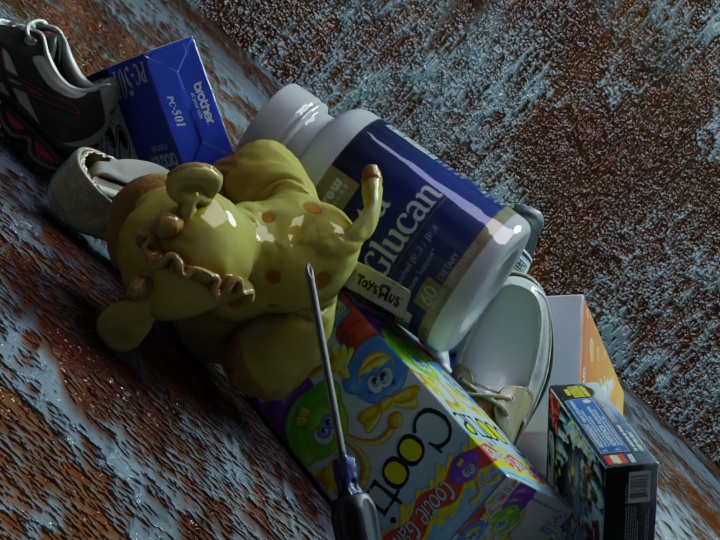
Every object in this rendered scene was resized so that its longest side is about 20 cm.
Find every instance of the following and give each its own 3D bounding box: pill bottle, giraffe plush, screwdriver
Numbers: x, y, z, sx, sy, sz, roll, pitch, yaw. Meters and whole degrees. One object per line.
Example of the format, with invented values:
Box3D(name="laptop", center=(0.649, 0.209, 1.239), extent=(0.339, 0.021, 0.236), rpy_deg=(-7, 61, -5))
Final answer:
Box3D(name="pill bottle", center=(0.010, -0.042, 1.288), extent=(0.200, 0.111, 0.111), rpy_deg=(35, 6, 10))
Box3D(name="giraffe plush", center=(-0.092, -0.006, 1.158), extent=(0.162, 0.174, 0.199), rpy_deg=(7, -2, -42))
Box3D(name="screwdriver", center=(-0.012, 0.095, 1.092), extent=(0.029, 0.028, 0.201), rpy_deg=(38, 41, -71))

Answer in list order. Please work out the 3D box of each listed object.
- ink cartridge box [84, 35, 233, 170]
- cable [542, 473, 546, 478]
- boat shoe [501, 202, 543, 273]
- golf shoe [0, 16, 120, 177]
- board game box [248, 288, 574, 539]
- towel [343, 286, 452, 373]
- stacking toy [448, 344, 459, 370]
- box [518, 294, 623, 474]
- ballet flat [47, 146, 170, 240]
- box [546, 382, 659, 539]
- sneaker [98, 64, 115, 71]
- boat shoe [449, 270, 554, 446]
Box3D(name="ink cartridge box", center=(-0.161, -0.115, 1.389), extent=(0.200, 0.044, 0.095), rpy_deg=(-1, -71, 65))
Box3D(name="cable", center=(0.201, 0.259, 1.436), extent=(0.200, 0.069, 0.200), rpy_deg=(45, 3, -6))
Box3D(name="boat shoe", center=(0.077, -0.031, 1.527), extent=(0.073, 0.068, 0.199), rpy_deg=(35, -18, -25))
Box3D(name="golf shoe", center=(-0.264, -0.163, 1.360), extent=(0.200, 0.088, 0.077), rpy_deg=(40, 25, -3))
Box3D(name="board game box", center=(0.031, 0.122, 1.248), extent=(0.200, 0.103, 0.105), rpy_deg=(48, 10, 36))
Box3D(name="towel", center=(0.000, 0.000, 1.432), extent=(0.171, 0.048, 0.201), rpy_deg=(4, -72, 66))
Box3D(name="stacking toy", center=(0.089, 0.104, 1.422), extent=(0.085, 0.085, 0.201), rpy_deg=(25, 62, -66))
Box3D(name="box", center=(0.159, 0.121, 1.557), extent=(0.200, 0.097, 0.125), rpy_deg=(57, 34, -57))
Box3D(name="ballet flat", center=(-0.121, -0.035, 1.294), extent=(0.199, 0.062, 0.068), rpy_deg=(16, 41, -20))
Box3D(name="box", center=(0.160, 0.194, 1.251), extent=(0.040, 0.201, 0.137), rpy_deg=(-3, 19, -9))
Box3D(name="sneaker", center=(-0.204, -0.137, 1.610), extent=(0.088, 0.074, 0.200), rpy_deg=(37, 8, -43))
Box3D(name="boat shoe", center=(0.092, 0.101, 1.334), extent=(0.074, 0.201, 0.068), rpy_deg=(16, 9, 10))
